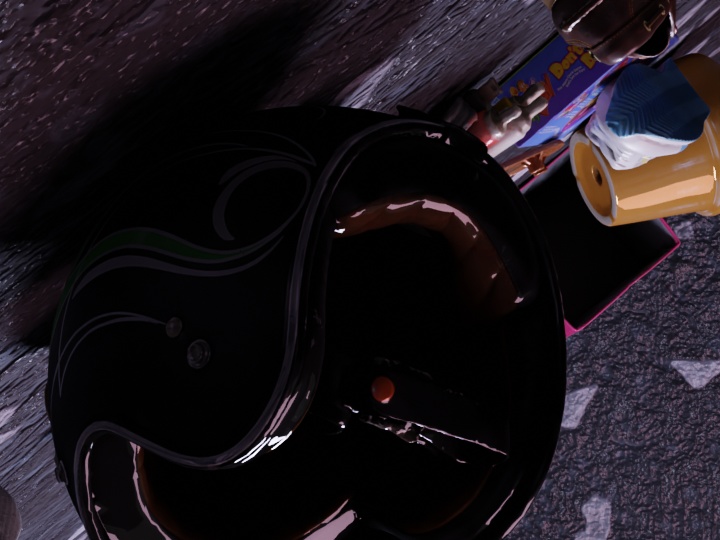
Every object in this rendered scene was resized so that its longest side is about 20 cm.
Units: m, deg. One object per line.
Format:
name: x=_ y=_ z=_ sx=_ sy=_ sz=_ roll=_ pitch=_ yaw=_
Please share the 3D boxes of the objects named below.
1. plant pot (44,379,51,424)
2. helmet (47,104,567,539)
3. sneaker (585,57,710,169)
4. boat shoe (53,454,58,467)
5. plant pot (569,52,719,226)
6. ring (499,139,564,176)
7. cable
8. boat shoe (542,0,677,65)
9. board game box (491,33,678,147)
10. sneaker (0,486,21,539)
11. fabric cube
plant pot: x=-0.030 y=0.028 z=0.810 sx=0.201 sy=0.186 sz=0.187 roll=-55 pitch=171 yaw=13
helmet: x=-0.032 y=0.036 z=0.642 sx=0.190 sy=0.201 sz=0.200 roll=-16 pitch=-167 yaw=46
sneaker: x=0.217 y=-0.113 z=1.241 sx=0.081 sy=0.077 sz=0.200 roll=-39 pitch=173 yaw=23
boat shoe: x=-0.112 y=0.112 z=1.076 sx=0.200 sy=0.073 sz=0.060 roll=-10 pitch=-175 yaw=20
plant pot: x=0.369 y=-0.145 z=1.983 sx=0.182 sy=0.202 sz=0.200 roll=-22 pitch=171 yaw=-11
ring: x=0.079 y=-0.057 z=1.308 sx=0.199 sy=0.019 sz=0.200 roll=-26 pitch=178 yaw=-1
cable: x=0.041 y=-0.061 z=1.082 sx=0.200 sy=0.050 sz=0.097 roll=-43 pitch=177 yaw=27
boat shoe: x=0.165 y=-0.162 z=1.001 sx=0.070 sy=0.070 sz=0.200 roll=-42 pitch=175 yaw=25
board game box: x=0.175 y=-0.157 z=1.235 sx=0.134 sy=0.045 sz=0.200 roll=-41 pitch=175 yaw=15
sneaker: x=-0.278 y=0.175 z=0.865 sx=0.199 sy=0.071 sz=0.080 roll=-32 pitch=-178 yaw=-14
fabric cube: x=0.283 y=-0.035 z=2.185 sx=0.200 sy=0.197 sz=0.199 roll=-39 pitch=177 yaw=-10
